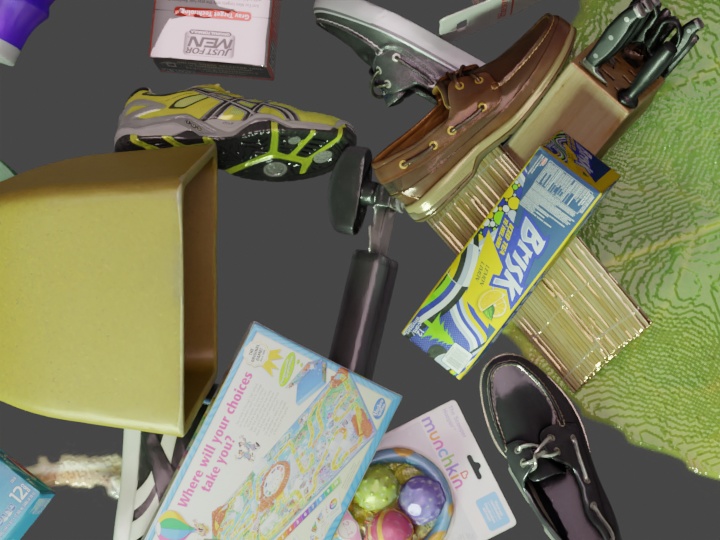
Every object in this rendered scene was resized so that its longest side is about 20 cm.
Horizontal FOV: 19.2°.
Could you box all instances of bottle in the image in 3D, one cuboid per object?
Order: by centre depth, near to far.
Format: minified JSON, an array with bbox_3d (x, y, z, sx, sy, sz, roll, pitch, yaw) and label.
[{"bbox_3d":[-0.272,-0.271,1.784,0.084,0.065,0.200,23,85,4],"label":"bottle"}]

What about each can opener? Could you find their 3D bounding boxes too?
[{"bbox_3d":[0.000,0.000,1.751,0.066,0.053,0.200,7,85,19],"label":"can opener"}]

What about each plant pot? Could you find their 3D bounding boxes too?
[{"bbox_3d":[-0.221,0.008,1.650,0.200,0.194,0.196,2,102,4],"label":"plant pot"}]

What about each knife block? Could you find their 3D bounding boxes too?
[{"bbox_3d":[0.184,-0.134,1.690,0.064,0.176,0.200,43,88,7],"label":"knife block"}]

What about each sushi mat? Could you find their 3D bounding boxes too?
[{"bbox_3d":[0.142,-0.004,1.738,0.200,0.012,0.096,50,121,6],"label":"sushi mat"}]

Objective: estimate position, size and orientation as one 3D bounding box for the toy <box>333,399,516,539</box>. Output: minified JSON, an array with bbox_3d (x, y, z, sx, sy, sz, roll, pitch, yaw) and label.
[{"bbox_3d":[0.013,0.200,1.727,0.200,0.047,0.115,-27,85,0],"label":"toy"}]

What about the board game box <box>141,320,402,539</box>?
[{"bbox_3d":[-0.071,0.159,1.686,0.134,0.034,0.200,28,85,-6],"label":"board game box"}]

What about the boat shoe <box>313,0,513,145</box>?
[{"bbox_3d":[0.043,-0.161,1.759,0.200,0.070,0.066,29,84,-2],"label":"boat shoe"}]

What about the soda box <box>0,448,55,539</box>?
[{"bbox_3d":[-0.340,0.239,1.732,0.068,0.064,0.200,38,87,7],"label":"soda box"}]

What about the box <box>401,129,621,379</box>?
[{"bbox_3d":[0.119,-0.012,1.695,0.064,0.070,0.200,39,114,6],"label":"box"}]

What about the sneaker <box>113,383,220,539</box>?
[{"bbox_3d":[-0.138,0.187,1.722,0.112,0.073,0.200,2,82,5],"label":"sneaker"}]

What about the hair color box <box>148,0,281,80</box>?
[{"bbox_3d":[-0.114,-0.265,1.778,0.101,0.061,0.200,5,83,3],"label":"hair color box"}]

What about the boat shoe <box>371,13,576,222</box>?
[{"bbox_3d":[0.090,-0.131,1.694,0.068,0.072,0.200,41,95,-13],"label":"boat shoe"}]

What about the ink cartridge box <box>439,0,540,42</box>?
[{"bbox_3d":[0.140,-0.263,1.736,0.200,0.116,0.068,-27,84,-1],"label":"ink cartridge box"}]

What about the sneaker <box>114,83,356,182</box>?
[{"bbox_3d":[-0.102,-0.122,1.755,0.200,0.075,0.076,2,54,-9],"label":"sneaker"}]

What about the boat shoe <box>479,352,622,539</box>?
[{"bbox_3d":[0.156,0.155,1.716,0.073,0.063,0.200,-25,83,0],"label":"boat shoe"}]

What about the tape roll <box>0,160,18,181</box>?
[{"bbox_3d":[-0.358,-0.011,1.769,0.200,0.048,0.201,0,83,3],"label":"tape roll"}]
